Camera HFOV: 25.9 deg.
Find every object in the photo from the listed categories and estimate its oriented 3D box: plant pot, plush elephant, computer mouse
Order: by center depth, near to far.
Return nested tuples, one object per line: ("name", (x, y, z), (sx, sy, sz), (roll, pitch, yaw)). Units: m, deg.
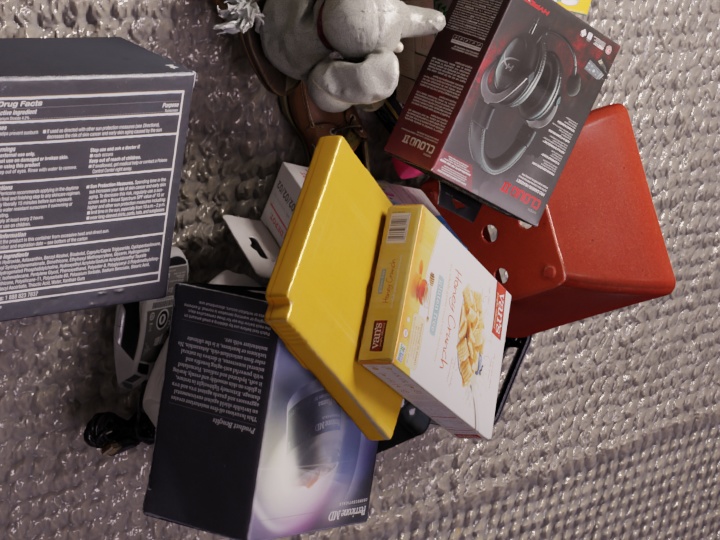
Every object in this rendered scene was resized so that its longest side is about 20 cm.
("plush elephant", (-0.005, -0.215, 1.339), (0.199, 0.154, 0.167), (-7, 102, -47))
("computer mouse", (-0.205, 0.071, 1.448), (0.109, 0.043, 0.203), (-8, 113, -64))
("plant pot", (0.169, -0.042, 1.564), (0.175, 0.198, 0.202), (-8, 81, -55))

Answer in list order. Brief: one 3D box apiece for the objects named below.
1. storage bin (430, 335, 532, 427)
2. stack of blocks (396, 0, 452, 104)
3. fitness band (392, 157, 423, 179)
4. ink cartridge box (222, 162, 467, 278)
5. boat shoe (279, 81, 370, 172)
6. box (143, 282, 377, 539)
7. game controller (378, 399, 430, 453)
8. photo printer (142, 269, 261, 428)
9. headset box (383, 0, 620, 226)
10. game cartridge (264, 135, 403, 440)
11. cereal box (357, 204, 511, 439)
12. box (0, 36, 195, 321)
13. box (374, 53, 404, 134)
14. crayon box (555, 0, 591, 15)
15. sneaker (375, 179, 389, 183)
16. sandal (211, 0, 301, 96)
("storage bin", (0.078, 0.088, 1.696), (0.199, 0.093, 0.137), (15, 100, -46))
("stack of blocks", (0.093, -0.261, 1.488), (0.114, 0.058, 0.202), (-21, 123, -34))
("fitness band", (0.115, -0.142, 1.517), (0.199, 0.143, 0.038), (-25, 87, -32))
("ink cartridge box", (-0.015, -0.036, 1.449), (0.198, 0.115, 0.068), (9, 117, -31))
("boat shoe", (-0.023, -0.133, 1.505), (0.072, 0.068, 0.202), (-36, 131, -25))
("box", (-0.074, 0.121, 1.376), (0.199, 0.122, 0.201), (4, 96, -59))
("game controller", (-0.026, 0.169, 1.606), (0.198, 0.043, 0.104), (-25, 145, 18))
("photo printer", (-0.126, 0.111, 1.492), (0.167, 0.069, 0.201), (-60, 148, -29))
("headset box", (0.122, -0.143, 1.386), (0.148, 0.077, 0.202), (24, 91, -40))
("game cartridge", (-0.006, 0.017, 1.316), (0.200, 0.032, 0.178), (51, 46, -43))
("cereal box", (0.071, 0.049, 1.373), (0.200, 0.039, 0.146), (39, 55, -52))
("box", (-0.254, -0.080, 1.271), (0.198, 0.123, 0.201), (-8, 117, -42))
("box", (0.052, -0.240, 1.538), (0.160, 0.049, 0.200), (-52, 136, -13))
("crayon box", (0.142, -0.309, 1.426), (0.198, 0.058, 0.120), (2, 108, -43))
("sneaker", (0.000, 0.000, 1.570), (0.075, 0.084, 0.201), (47, 65, -44))
("sandal", (-0.107, -0.247, 1.384), (0.082, 0.054, 0.201), (-50, 122, -25))
